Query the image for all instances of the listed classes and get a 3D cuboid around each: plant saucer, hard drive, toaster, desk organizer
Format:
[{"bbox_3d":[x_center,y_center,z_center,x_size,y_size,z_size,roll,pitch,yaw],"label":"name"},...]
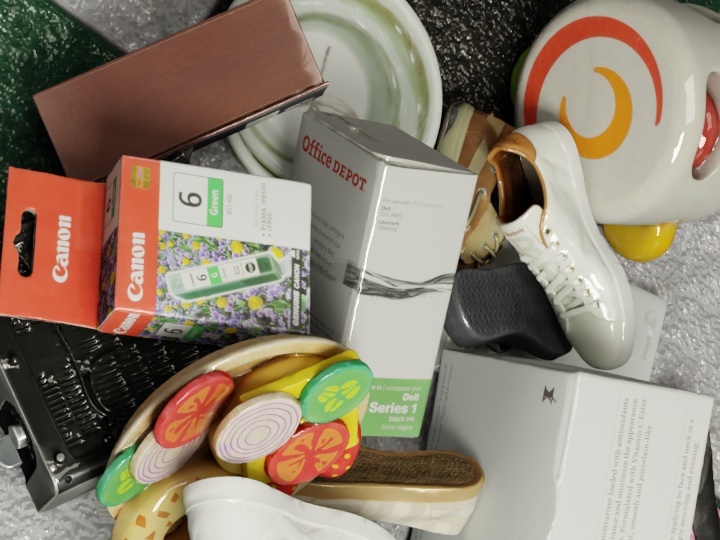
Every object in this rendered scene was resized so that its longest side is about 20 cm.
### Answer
[{"bbox_3d":[-0.032,-0.140,1.350,0.198,0.050,0.202,3,84,-28],"label":"plant saucer"},{"bbox_3d":[0.158,0.052,1.444,0.199,0.026,0.133,23,74,-24],"label":"hard drive"},{"bbox_3d":[-0.176,0.045,1.194,0.199,0.119,0.182,-23,82,-28],"label":"toaster"},{"bbox_3d":[-0.129,-0.125,1.244,0.198,0.072,0.078,-24,92,-5],"label":"desk organizer"}]

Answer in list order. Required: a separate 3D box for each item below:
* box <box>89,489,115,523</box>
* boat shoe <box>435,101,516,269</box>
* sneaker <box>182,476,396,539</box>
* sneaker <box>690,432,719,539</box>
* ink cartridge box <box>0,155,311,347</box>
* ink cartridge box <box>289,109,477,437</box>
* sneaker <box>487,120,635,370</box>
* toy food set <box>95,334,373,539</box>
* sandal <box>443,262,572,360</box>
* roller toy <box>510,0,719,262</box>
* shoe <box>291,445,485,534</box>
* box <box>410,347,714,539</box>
[{"bbox_3d":[-0.104,0.136,1.286,0.199,0.041,0.039,-19,93,-28],"label":"box"},{"bbox_3d":[0.081,-0.036,1.372,0.073,0.076,0.202,15,77,2],"label":"boat shoe"},{"bbox_3d":[-0.041,0.212,1.118,0.199,0.073,0.117,26,50,-48],"label":"sneaker"},{"bbox_3d":[0.276,0.204,1.476,0.095,0.078,0.202,10,79,-49],"label":"sneaker"},{"bbox_3d":[-0.132,-0.014,1.137,0.198,0.050,0.110,8,68,-21],"label":"ink cartridge box"},{"bbox_3d":[0.000,0.000,1.259,0.084,0.146,0.202,5,107,-28],"label":"ink cartridge box"},{"bbox_3d":[0.146,-0.012,1.345,0.084,0.073,0.202,-17,85,-43],"label":"sneaker"},{"bbox_3d":[-0.079,0.117,1.130,0.198,0.199,0.049,-21,54,-17],"label":"toy food set"},{"bbox_3d":[0.106,0.032,1.347,0.199,0.043,0.077,13,58,-56],"label":"sandal"},{"bbox_3d":[0.231,-0.127,1.405,0.139,0.182,0.201,0,60,-46],"label":"roller toy"},{"bbox_3d":[-0.010,0.157,1.264,0.198,0.070,0.054,9,124,-7],"label":"shoe"},{"bbox_3d":[0.144,0.171,1.312,0.130,0.200,0.201,11,89,-26],"label":"box"}]
